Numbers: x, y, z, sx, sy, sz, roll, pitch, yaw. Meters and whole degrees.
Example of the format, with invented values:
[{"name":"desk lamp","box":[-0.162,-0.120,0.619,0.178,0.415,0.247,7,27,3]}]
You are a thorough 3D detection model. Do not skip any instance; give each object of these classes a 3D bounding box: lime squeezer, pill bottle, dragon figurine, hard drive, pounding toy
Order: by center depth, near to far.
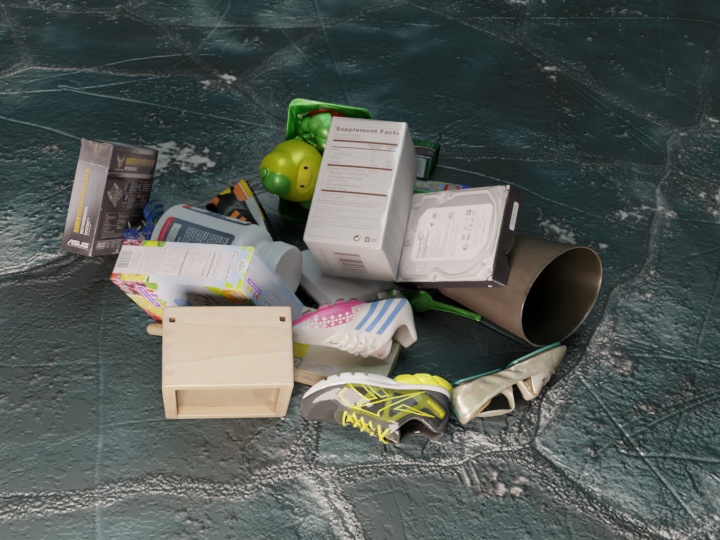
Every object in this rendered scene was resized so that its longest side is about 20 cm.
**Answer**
[{"name":"pounding toy","box":[-0.184,0.106,1.475,0.183,0.200,0.143,0,69,-8]},{"name":"hard drive","box":[0.133,-0.045,1.640,0.038,0.140,0.199,23,-15,-38]},{"name":"pill bottle","box":[-0.191,-0.015,1.661,0.199,0.120,0.120,16,38,23]},{"name":"lime squeezer","box":[0.077,0.051,1.678,0.199,0.038,0.071,-1,19,-28]},{"name":"hard drive","box":[0.000,0.000,1.737,0.199,0.025,0.132,-14,41,-36]},{"name":"dragon figurine","box":[-0.295,-0.069,1.748,0.059,0.100,0.200,15,38,12]}]

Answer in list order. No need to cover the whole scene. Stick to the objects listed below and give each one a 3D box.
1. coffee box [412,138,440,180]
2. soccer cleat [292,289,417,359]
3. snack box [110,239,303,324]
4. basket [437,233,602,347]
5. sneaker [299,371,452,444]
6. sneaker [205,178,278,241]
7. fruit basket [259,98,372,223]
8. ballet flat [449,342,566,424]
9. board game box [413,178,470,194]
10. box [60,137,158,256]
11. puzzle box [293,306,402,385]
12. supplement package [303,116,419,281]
[{"name":"coffee box","box":[0.030,-0.205,1.991,0.199,0.044,0.123,12,20,8]},{"name":"soccer cleat","box":[-0.004,0.082,1.550,0.199,0.070,0.087,-11,75,-36]},{"name":"snack box","box":[-0.200,0.029,1.532,0.199,0.169,0.068,2,63,24]},{"name":"basket","box":[0.213,0.009,1.663,0.180,0.137,0.200,-27,33,-34]},{"name":"sneaker","box":[0.020,0.180,1.483,0.199,0.075,0.085,-5,56,3]},{"name":"sneaker","box":[-0.180,-0.052,1.783,0.090,0.070,0.201,-27,49,1]},{"name":"fruit basket","box":[-0.069,-0.163,1.816,0.155,0.216,0.216,10,37,5]},{"name":"ballet flat","box":[0.204,0.156,1.564,0.199,0.067,0.063,-19,73,-24]},{"name":"board game box","box":[0.107,-0.123,1.858,0.134,0.029,0.200,8,10,5]},{"name":"box","box":[-0.358,-0.105,1.674,0.048,0.159,0.200,12,6,8]},{"name":"puzzle box","box":[-0.049,0.109,1.607,0.199,0.026,0.133,14,38,11]},{"name":"supplement package","box":[0.005,-0.102,1.659,0.117,0.117,0.201,6,67,16]}]
